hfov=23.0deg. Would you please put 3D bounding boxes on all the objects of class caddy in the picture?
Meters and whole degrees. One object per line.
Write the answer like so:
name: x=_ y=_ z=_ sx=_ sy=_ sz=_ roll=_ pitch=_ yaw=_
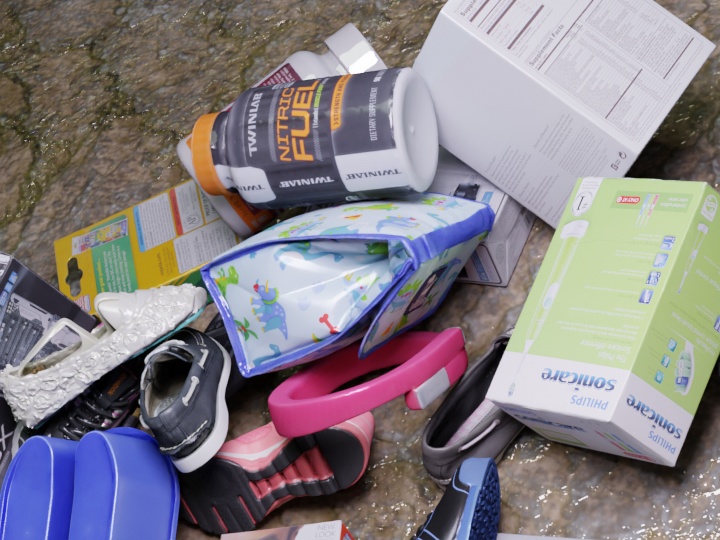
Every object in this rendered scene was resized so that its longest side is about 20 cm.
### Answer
caddy: x=-0.222 y=0.224 z=1.464 sx=0.140 sy=0.105 sz=0.202 roll=-7 pitch=68 yaw=33

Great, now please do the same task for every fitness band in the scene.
fitness band: x=0.007 y=0.087 z=1.448 sx=0.143 sy=0.038 sz=0.200 roll=-10 pitch=11 yaw=28

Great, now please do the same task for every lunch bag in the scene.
lunch bag: x=0.000 y=0.000 z=1.480 sx=0.199 sy=0.128 sz=0.170 roll=-23 pitch=3 yaw=30

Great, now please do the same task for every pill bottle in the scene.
pill bottle: x=-0.061 y=-0.129 z=1.616 sx=0.199 sy=0.110 sz=0.110 roll=-37 pitch=44 yaw=1
pill bottle: x=-0.042 y=-0.108 z=1.494 sx=0.198 sy=0.107 sz=0.107 roll=-6 pitch=49 yaw=22

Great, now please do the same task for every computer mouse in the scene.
computer mouse: x=-0.145 y=0.110 z=1.577 sx=0.140 sy=0.046 sz=0.201 roll=-24 pitch=28 yaw=34

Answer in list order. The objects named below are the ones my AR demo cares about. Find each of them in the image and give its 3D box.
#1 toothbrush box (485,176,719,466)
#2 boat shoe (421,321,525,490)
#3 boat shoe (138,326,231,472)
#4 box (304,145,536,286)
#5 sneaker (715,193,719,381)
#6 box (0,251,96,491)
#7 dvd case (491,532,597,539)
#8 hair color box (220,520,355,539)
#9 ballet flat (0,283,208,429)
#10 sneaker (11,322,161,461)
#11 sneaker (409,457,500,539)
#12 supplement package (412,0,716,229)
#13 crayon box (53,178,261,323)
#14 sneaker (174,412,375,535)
toothbrush box: x=0.205 y=0.035 z=1.373 sx=0.145 sy=0.086 sz=0.201 roll=5 pitch=66 yaw=54
boat shoe: x=0.119 y=0.092 z=1.446 sx=0.067 sy=0.057 sz=0.200 roll=21 pitch=63 yaw=39
boat shoe: x=-0.151 y=0.091 z=1.485 sx=0.075 sy=0.060 sz=0.200 roll=-37 pitch=25 yaw=4
box: x=0.055 y=-0.055 z=1.609 sx=0.199 sy=0.060 sz=0.117 roll=6 pitch=54 yaw=32
sneaker: x=0.284 y=0.030 z=1.420 sx=0.079 sy=0.075 sz=0.201 roll=-27 pitch=37 yaw=26
box: x=-0.330 y=0.099 z=1.568 sx=0.049 sy=0.158 sz=0.201 roll=18 pitch=75 yaw=27
dvd case: x=0.133 y=0.263 z=1.316 sx=0.198 sy=0.018 sz=0.143 roll=0 pitch=51 yaw=27
hair color box: x=-0.064 y=0.297 z=1.355 sx=0.110 sy=0.064 sz=0.201 roll=-10 pitch=46 yaw=20
ballet flat: x=-0.225 y=0.060 z=1.514 sx=0.199 sy=0.072 sz=0.072 roll=-35 pitch=44 yaw=3
sneaker: x=-0.238 y=0.112 z=1.576 sx=0.086 sy=0.080 sz=0.201 roll=-26 pitch=33 yaw=53
sneaker: x=0.049 y=0.226 z=1.330 sx=0.077 sy=0.070 sz=0.201 roll=4 pitch=54 yaw=23
supplement package: x=0.163 y=-0.164 z=1.511 sx=0.199 sy=0.152 sz=0.151 roll=36 pitch=59 yaw=5
crayon box: x=-0.192 y=-0.013 z=1.707 sx=0.199 sy=0.052 sz=0.126 roll=-23 pitch=45 yaw=6
sneaker: x=-0.072 y=0.163 z=1.491 sx=0.199 sy=0.074 sz=0.087 roll=-18 pitch=15 yaw=22
